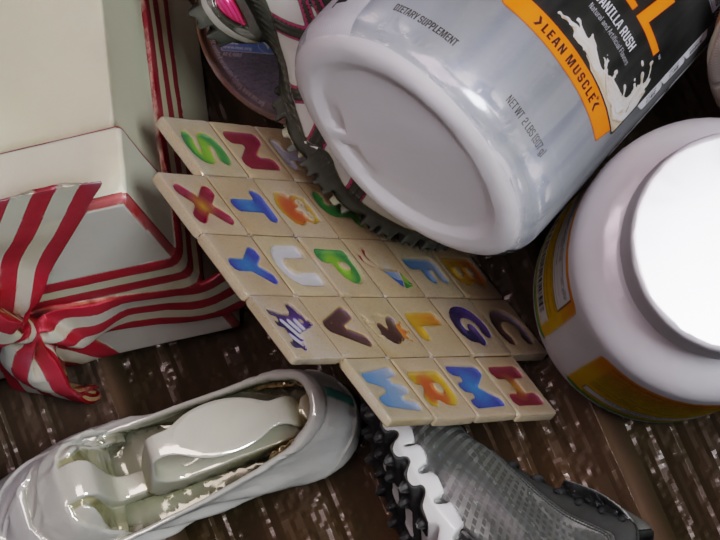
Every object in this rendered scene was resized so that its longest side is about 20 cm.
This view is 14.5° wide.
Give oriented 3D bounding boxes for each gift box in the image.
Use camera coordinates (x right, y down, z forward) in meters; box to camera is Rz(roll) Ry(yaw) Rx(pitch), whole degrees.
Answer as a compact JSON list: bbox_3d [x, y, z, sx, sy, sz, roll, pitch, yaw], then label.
[{"bbox_3d":[-0.146,-0.052,1.225,0.199,0.185,0.188,-13,68,16],"label":"gift box"}]

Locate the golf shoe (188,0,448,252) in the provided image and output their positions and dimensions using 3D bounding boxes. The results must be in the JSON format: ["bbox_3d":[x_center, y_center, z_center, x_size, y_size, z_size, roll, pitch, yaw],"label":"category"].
[{"bbox_3d":[0.000,-0.094,1.187,0.088,0.200,0.077,-26,25,27],"label":"golf shoe"}]

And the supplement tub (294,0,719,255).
[{"bbox_3d":[0.078,-0.113,1.126,0.122,0.123,0.200,33,66,20],"label":"supplement tub"}]

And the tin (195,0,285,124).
[{"bbox_3d":[0.028,-0.116,1.244,0.199,0.112,0.042,5,34,0],"label":"tin"}]

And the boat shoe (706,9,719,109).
[{"bbox_3d":[0.189,-0.092,1.159,0.075,0.200,0.072,-2,73,19],"label":"boat shoe"}]

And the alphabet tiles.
[{"bbox_3d":[0.000,0.000,1.178,0.006,0.200,0.167,-48,65,22],"label":"alphabet tiles"}]

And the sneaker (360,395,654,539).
[{"bbox_3d":[0.073,0.116,1.189,0.090,0.067,0.200,-23,56,-17],"label":"sneaker"}]

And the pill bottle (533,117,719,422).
[{"bbox_3d":[0.134,0.000,1.128,0.110,0.200,0.112,0,84,-3],"label":"pill bottle"}]

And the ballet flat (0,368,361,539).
[{"bbox_3d":[-0.097,0.088,1.231,0.199,0.069,0.070,-22,68,4],"label":"ballet flat"}]
